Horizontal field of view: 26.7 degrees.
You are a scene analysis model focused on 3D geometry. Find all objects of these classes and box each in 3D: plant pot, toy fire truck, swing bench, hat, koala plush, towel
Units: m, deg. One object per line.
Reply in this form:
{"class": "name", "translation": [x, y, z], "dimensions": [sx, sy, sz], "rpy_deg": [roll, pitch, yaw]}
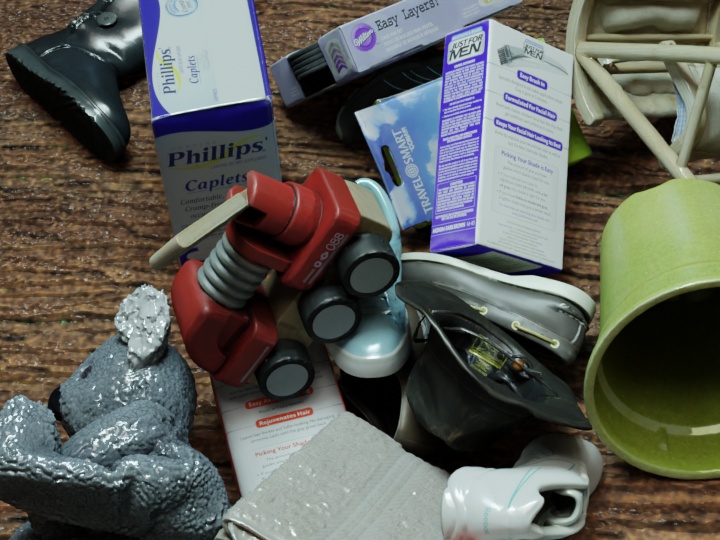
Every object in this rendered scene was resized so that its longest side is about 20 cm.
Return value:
{"class": "plant pot", "translation": [0.266, 0.030, 1.215], "dimensions": [0.199, 0.202, 0.185], "rpy_deg": [-3, 38, 2]}
{"class": "toy fire truck", "translation": [-0.091, 0.002, 1.134], "dimensions": [0.199, 0.176, 0.129], "rpy_deg": [22, 29, -35]}
{"class": "swing bench", "translation": [0.312, -0.171, 1.358], "dimensions": [0.198, 0.131, 0.200], "rpy_deg": [-6, 31, -34]}
{"class": "hat", "translation": [0.081, 0.088, 1.153], "dimensions": [0.081, 0.200, 0.201], "rpy_deg": [-52, 56, 11]}
{"class": "koala plush", "translation": [-0.178, 0.129, 1.175], "dimensions": [0.182, 0.178, 0.201], "rpy_deg": [3, 44, 3]}
{"class": "towel", "translation": [-0.004, 0.175, 1.086], "dimensions": [0.132, 0.035, 0.200], "rpy_deg": [31, 31, 13]}

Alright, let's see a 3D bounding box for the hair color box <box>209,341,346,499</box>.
{"class": "hair color box", "translation": [-0.054, 0.146, 1.213], "dimensions": [0.101, 0.061, 0.201], "rpy_deg": [-13, 51, -7]}

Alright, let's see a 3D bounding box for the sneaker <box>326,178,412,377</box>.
{"class": "sneaker", "translation": [0.000, 0.000, 1.229], "dimensions": [0.073, 0.082, 0.201], "rpy_deg": [-9, 38, 1]}

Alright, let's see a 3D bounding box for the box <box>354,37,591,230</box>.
{"class": "box", "translation": [0.101, -0.123, 1.401], "dimensions": [0.199, 0.048, 0.123], "rpy_deg": [-22, 87, -14]}

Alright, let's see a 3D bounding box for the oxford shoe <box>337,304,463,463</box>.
{"class": "oxford shoe", "translation": [0.017, 0.068, 1.248], "dimensions": [0.084, 0.073, 0.201], "rpy_deg": [8, 38, -33]}

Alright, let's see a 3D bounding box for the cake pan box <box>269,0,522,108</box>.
{"class": "cake pan box", "translation": [0.027, -0.222, 1.446], "dimensions": [0.199, 0.184, 0.053], "rpy_deg": [-27, 95, -22]}

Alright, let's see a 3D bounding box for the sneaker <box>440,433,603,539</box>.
{"class": "sneaker", "translation": [0.140, 0.169, 1.120], "dimensions": [0.080, 0.071, 0.200], "rpy_deg": [1, 7, 34]}

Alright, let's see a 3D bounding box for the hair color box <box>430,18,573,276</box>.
{"class": "hair color box", "translation": [0.124, -0.104, 1.324], "dimensions": [0.065, 0.109, 0.202], "rpy_deg": [-8, 71, 49]}

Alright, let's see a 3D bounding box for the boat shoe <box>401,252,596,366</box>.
{"class": "boat shoe", "translation": [0.096, 0.034, 1.285], "dimensions": [0.200, 0.072, 0.061], "rpy_deg": [10, 64, 28]}

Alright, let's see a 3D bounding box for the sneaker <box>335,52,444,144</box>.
{"class": "sneaker", "translation": [0.072, -0.165, 1.459], "dimensions": [0.199, 0.075, 0.080], "rpy_deg": [-26, 70, -3]}

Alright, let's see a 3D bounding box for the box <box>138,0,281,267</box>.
{"class": "box", "translation": [-0.131, -0.133, 1.365], "dimensions": [0.104, 0.201, 0.185], "rpy_deg": [-9, 49, -4]}

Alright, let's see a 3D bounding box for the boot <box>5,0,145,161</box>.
{"class": "boot", "translation": [-0.241, -0.211, 1.523], "dimensions": [0.168, 0.077, 0.200], "rpy_deg": [-36, 49, -19]}
